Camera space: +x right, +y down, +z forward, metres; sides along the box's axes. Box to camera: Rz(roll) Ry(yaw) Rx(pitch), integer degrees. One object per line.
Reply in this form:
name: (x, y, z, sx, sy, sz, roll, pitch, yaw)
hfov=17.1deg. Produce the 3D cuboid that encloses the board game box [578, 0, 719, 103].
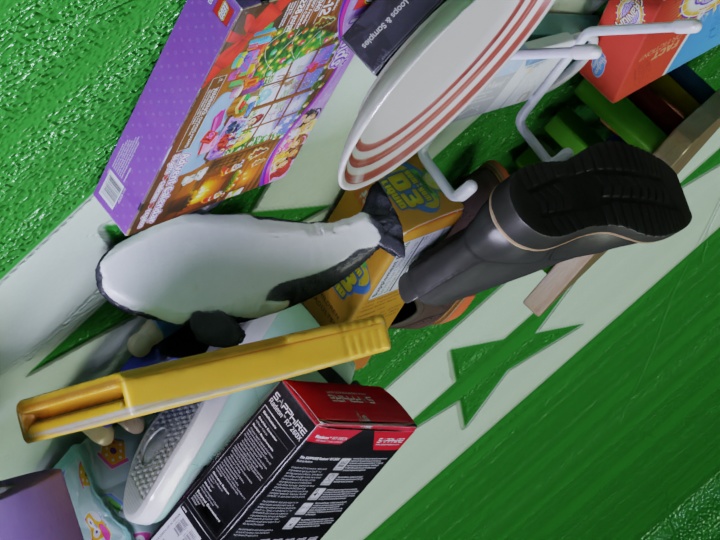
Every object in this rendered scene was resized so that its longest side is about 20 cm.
board game box: (0.249, -0.225, 1.720, 0.153, 0.040, 0.200, -30, 156, -33)

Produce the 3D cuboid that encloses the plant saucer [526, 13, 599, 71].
plant saucer: (0.106, -0.152, 1.690, 0.070, 0.019, 0.200, -48, 160, 26)

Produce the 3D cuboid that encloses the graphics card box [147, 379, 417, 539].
graphics card box: (-0.064, 0.163, 1.702, 0.200, 0.051, 0.125, -51, 151, 20)

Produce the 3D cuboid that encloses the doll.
doll: (-0.124, 0.039, 1.652, 0.200, 0.048, 0.136, -49, 166, 26)

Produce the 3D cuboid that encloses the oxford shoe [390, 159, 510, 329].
oxford shoe: (0.066, -0.011, 1.862, 0.072, 0.071, 0.200, -20, 154, -32)

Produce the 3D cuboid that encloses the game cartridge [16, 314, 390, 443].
game cartridge: (-0.099, 0.067, 1.542, 0.199, 0.033, 0.176, -15, 179, -32)

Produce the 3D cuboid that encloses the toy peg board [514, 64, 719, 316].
toy peg board: (0.199, -0.092, 1.920, 0.200, 0.098, 0.199, -50, 174, 32)

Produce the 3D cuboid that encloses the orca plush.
orca plush: (-0.075, -0.011, 1.570, 0.199, 0.106, 0.071, -26, 178, -11)

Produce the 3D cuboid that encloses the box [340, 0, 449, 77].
box: (0.066, -0.172, 1.477, 0.143, 0.036, 0.200, -47, 172, 7)

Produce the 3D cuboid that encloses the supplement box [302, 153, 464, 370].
supplement box: (0.000, 0.000, 1.769, 0.069, 0.067, 0.200, -19, 153, -40)

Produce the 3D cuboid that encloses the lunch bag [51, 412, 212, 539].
lunch bag: (-0.170, 0.196, 1.823, 0.170, 0.122, 0.200, -19, 158, -41)

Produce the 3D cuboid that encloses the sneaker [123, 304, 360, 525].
sneaker: (-0.078, 0.118, 1.722, 0.201, 0.118, 0.074, -56, -156, -14)

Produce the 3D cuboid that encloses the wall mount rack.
wall mount rack: (0.131, -0.128, 1.643, 0.200, 0.075, 0.174, -20, 156, -46)

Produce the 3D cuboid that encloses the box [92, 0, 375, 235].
box: (-0.067, -0.114, 1.425, 0.137, 0.039, 0.200, -24, 156, -41)

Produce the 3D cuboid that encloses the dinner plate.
dinner plate: (0.053, -0.127, 1.438, 0.200, 0.024, 0.200, -42, 170, -9)

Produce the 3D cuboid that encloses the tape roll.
tape roll: (-0.276, 0.200, 1.561, 0.199, 0.085, 0.200, -18, -177, 1)

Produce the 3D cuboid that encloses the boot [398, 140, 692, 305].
boot: (0.131, -0.028, 1.728, 0.199, 0.078, 0.138, -1, 154, -43)
